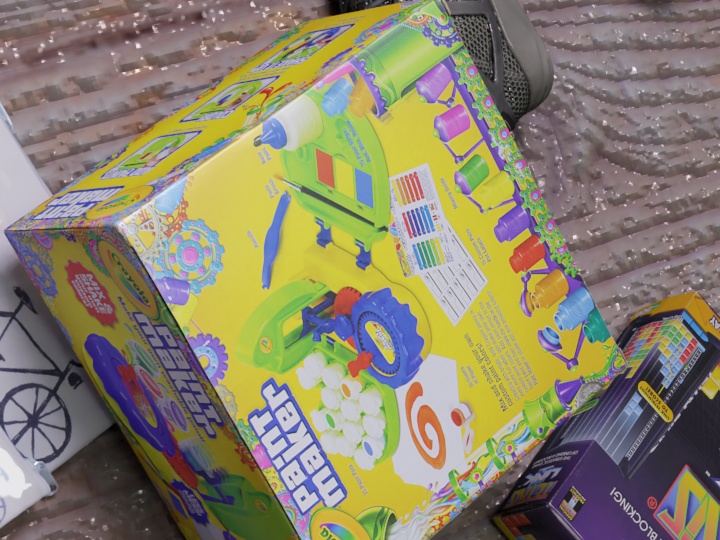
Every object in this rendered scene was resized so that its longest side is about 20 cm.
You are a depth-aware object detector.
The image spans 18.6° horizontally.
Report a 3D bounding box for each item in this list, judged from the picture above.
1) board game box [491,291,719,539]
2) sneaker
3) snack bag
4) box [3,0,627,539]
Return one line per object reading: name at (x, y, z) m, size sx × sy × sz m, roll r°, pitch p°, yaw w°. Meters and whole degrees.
board game box at (0.187, 0.140, 1.176) m, size 0.200 × 0.057 × 0.165 m, roll 48°, pitch 55°, yaw -14°
sneaker at (0.011, -0.141, 1.125) m, size 0.114 × 0.076 × 0.200 m, roll -45°, pitch 108°, yaw -40°
snack bag at (-0.193, 0.026, 0.976) m, size 0.200 × 0.021 × 0.189 m, roll -37°, pitch 98°, yaw -35°
box at (-0.017, 0.013, 1.000) m, size 0.192 × 0.122 × 0.200 m, roll -37°, pitch 109°, yaw -27°
